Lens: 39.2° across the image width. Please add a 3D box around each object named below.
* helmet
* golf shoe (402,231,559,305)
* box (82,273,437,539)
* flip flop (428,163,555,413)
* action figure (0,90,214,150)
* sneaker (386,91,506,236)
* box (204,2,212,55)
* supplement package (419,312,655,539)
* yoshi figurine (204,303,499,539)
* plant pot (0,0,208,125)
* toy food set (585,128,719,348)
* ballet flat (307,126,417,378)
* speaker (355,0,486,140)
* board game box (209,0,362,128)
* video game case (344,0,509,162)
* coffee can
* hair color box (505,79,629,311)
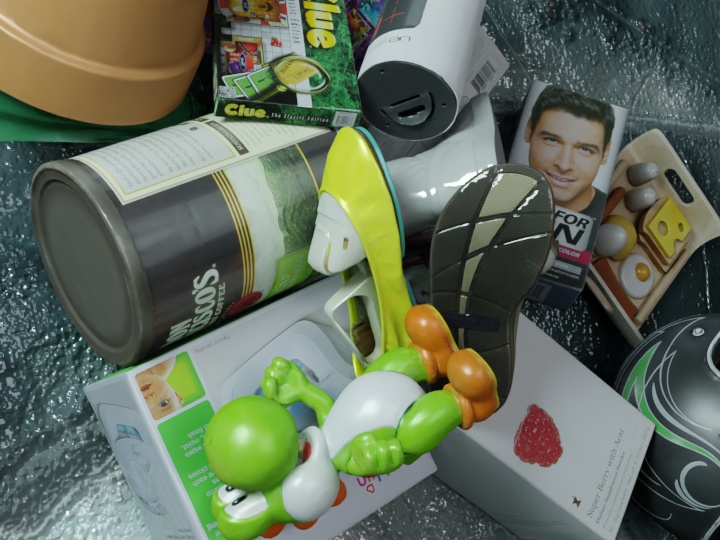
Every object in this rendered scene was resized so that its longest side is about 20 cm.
[{"bbox_3d":[0.323,0.144,0.947,0.200,0.200,0.191,-4,43,-33],"label":"helmet"},{"bbox_3d":[0.075,0.010,0.812,0.073,0.200,0.092,35,62,-28],"label":"golf shoe"},{"bbox_3d":[-0.072,0.121,0.759,0.200,0.097,0.177,-24,91,-35],"label":"box"},{"bbox_3d":[0.090,0.014,0.727,0.058,0.081,0.200,-60,157,-60],"label":"flip flop"},{"bbox_3d":[-0.198,-0.130,0.755,0.200,0.055,0.118,8,74,-35],"label":"action figure"},{"bbox_3d":[0.058,-0.085,0.808,0.200,0.116,0.074,-68,140,-69],"label":"sneaker"},{"bbox_3d":[-0.054,-0.236,0.877,0.200,0.039,0.137,12,74,-31],"label":"box"},{"bbox_3d":[0.130,0.132,0.868,0.200,0.120,0.121,38,63,-20],"label":"supplement package"},{"bbox_3d":[-0.017,0.096,0.657,0.200,0.112,0.112,-32,84,-9],"label":"yoshi figurine"},{"bbox_3d":[-0.182,-0.218,0.685,0.200,0.140,0.200,23,38,-19],"label":"plant pot"},{"bbox_3d":[0.296,-0.035,1.046,0.144,0.060,0.200,52,59,-12],"label":"toy food set"},{"bbox_3d":[0.000,0.000,0.707,0.067,0.067,0.200,-28,124,-19],"label":"ballet flat"},{"bbox_3d":[0.056,-0.197,0.800,0.081,0.081,0.200,34,51,-22],"label":"speaker"},{"bbox_3d":[-0.061,-0.188,0.763,0.105,0.023,0.200,4,52,-17],"label":"board game box"},{"bbox_3d":[0.023,-0.181,0.871,0.181,0.036,0.200,47,59,-19],"label":"video game case"},{"bbox_3d":[-0.113,-0.037,0.734,0.200,0.146,0.146,-26,94,-34],"label":"coffee can"},{"bbox_3d":[0.178,-0.073,0.956,0.099,0.061,0.200,18,67,3],"label":"hair color box"}]
